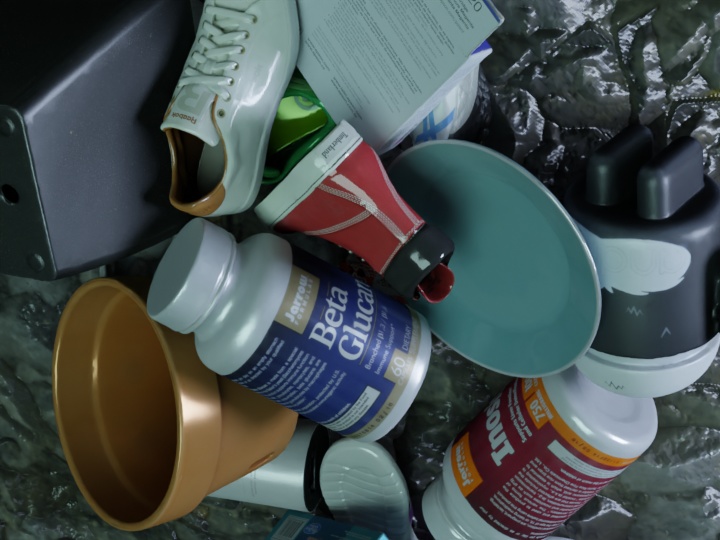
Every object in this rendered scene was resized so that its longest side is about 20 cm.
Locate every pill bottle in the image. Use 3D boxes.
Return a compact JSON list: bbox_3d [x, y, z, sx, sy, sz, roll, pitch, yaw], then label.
[{"bbox_3d":[0.139,0.153,1.373,0.113,0.113,0.200,37,124,-6],"label":"pill bottle"},{"bbox_3d":[-0.055,0.041,1.263,0.199,0.112,0.111,28,128,-23],"label":"pill bottle"}]

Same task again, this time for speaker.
[{"bbox_3d":[-0.129,0.160,1.490,0.198,0.081,0.082,6,122,15],"label":"speaker"}]

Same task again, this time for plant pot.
[{"bbox_3d":[-0.144,0.098,1.371,0.199,0.139,0.202,11,104,49],"label":"plant pot"},{"bbox_3d":[-0.240,-0.100,1.223,0.198,0.178,0.202,9,125,24],"label":"plant pot"}]

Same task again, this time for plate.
[{"bbox_3d":[0.096,-0.011,1.243,0.199,0.026,0.201,27,136,28],"label":"plate"}]

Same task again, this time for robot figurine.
[{"bbox_3d":[0.210,-0.004,1.249,0.124,0.151,0.202,-11,120,-10],"label":"robot figurine"}]

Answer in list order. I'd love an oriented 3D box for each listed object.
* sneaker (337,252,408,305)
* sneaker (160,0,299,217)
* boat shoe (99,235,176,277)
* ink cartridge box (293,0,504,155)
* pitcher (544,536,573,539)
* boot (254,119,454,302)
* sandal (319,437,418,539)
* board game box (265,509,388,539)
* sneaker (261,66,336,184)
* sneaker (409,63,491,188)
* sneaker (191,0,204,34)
[{"bbox_3d":[0.001,-0.001,1.357,0.200,0.067,0.109,-18,112,23],"label":"sneaker"},{"bbox_3d":[-0.096,-0.134,1.201,0.072,0.084,0.202,13,103,25],"label":"sneaker"},{"bbox_3d":[-0.180,-0.034,1.395,0.070,0.069,0.201,18,123,11],"label":"boat shoe"},{"bbox_3d":[0.005,-0.205,1.177,0.197,0.043,0.200,56,141,5],"label":"ink cartridge box"},{"bbox_3d":[0.205,0.304,1.414,0.198,0.172,0.122,21,89,4],"label":"pitcher"},{"bbox_3d":[-0.001,-0.025,1.253,0.144,0.072,0.200,46,165,-5],"label":"boot"},{"bbox_3d":[0.015,0.204,1.489,0.082,0.050,0.204,5,136,20],"label":"sandal"},{"bbox_3d":[0.022,0.302,1.480,0.200,0.047,0.150,51,155,-23],"label":"board game box"},{"bbox_3d":[-0.094,-0.101,1.302,0.199,0.084,0.074,-29,110,21],"label":"sneaker"},{"bbox_3d":[0.053,-0.144,1.253,0.072,0.072,0.202,16,126,30],"label":"sneaker"},{"bbox_3d":[-0.185,-0.158,1.327,0.198,0.078,0.100,-4,126,31],"label":"sneaker"}]
